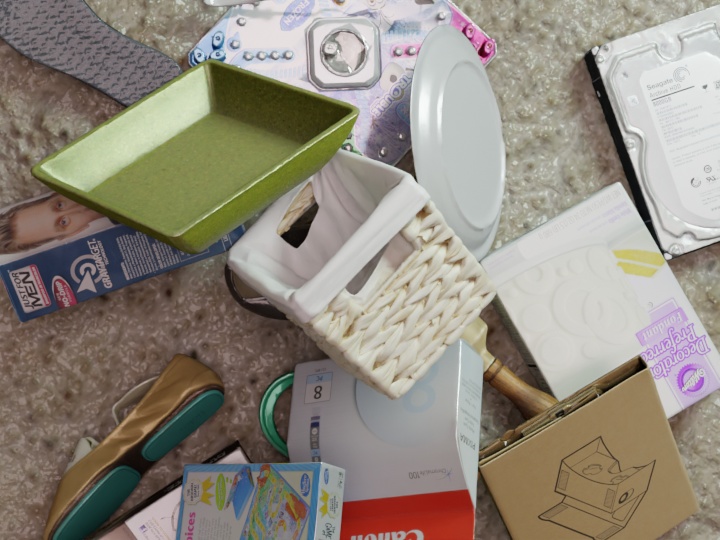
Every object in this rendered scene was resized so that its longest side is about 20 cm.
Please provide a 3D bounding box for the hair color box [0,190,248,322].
[{"bbox_3d":[-0.203,-0.035,1.400,0.200,0.100,0.061,-20,121,-6],"label":"hair color box"}]

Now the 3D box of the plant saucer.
[{"bbox_3d":[-0.128,-0.085,1.343,0.200,0.200,0.048,-36,129,-29],"label":"plant saucer"}]

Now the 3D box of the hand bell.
[{"bbox_3d":[0.115,0.090,1.414,0.200,0.104,0.104,40,84,4],"label":"hand bell"}]

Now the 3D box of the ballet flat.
[{"bbox_3d":[-0.201,0.150,1.424,0.200,0.069,0.063,-42,63,-8],"label":"ballet flat"}]

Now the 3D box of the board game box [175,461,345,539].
[{"bbox_3d":[-0.084,0.246,1.265,0.134,0.034,0.200,-4,72,33],"label":"board game box"}]

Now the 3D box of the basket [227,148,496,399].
[{"bbox_3d":[0.000,0.000,1.310,0.136,0.200,0.123,-47,112,-5],"label":"basket"}]

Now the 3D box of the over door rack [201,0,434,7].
[{"bbox_3d":[-0.037,-0.303,1.425,0.200,0.067,0.148,-1,77,7],"label":"over door rack"}]

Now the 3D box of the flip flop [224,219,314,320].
[{"bbox_3d":[-0.025,-0.018,1.445,0.200,0.058,0.081,-27,102,-22],"label":"flip flop"}]

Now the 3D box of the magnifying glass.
[{"bbox_3d":[0.008,0.144,1.453,0.200,0.022,0.080,19,89,-6],"label":"magnifying glass"}]

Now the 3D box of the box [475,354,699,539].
[{"bbox_3d":[0.193,0.179,1.406,0.163,0.021,0.200,-30,130,-5],"label":"box"}]

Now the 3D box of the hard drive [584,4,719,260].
[{"bbox_3d":[0.296,-0.123,1.485,0.140,0.038,0.200,-18,88,-6],"label":"hard drive"}]

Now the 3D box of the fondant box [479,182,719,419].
[{"bbox_3d":[0.209,0.045,1.458,0.144,0.058,0.200,-30,91,-5],"label":"fondant box"}]

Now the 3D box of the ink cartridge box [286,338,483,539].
[{"bbox_3d":[0.014,0.161,1.343,0.160,0.047,0.200,-10,59,29],"label":"ink cartridge box"}]

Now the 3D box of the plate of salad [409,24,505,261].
[{"bbox_3d":[0.074,-0.104,1.401,0.048,0.200,0.200,-4,87,25],"label":"plate of salad"}]

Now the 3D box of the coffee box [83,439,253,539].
[{"bbox_3d":[-0.162,0.228,1.388,0.200,0.113,0.080,-33,90,-5],"label":"coffee box"}]

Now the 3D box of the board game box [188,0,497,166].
[{"bbox_3d":[-0.014,-0.191,1.468,0.200,0.026,0.200,43,84,-1],"label":"board game box"}]

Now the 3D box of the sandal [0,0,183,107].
[{"bbox_3d":[-0.244,-0.198,1.446,0.200,0.043,0.076,37,92,-12],"label":"sandal"}]
